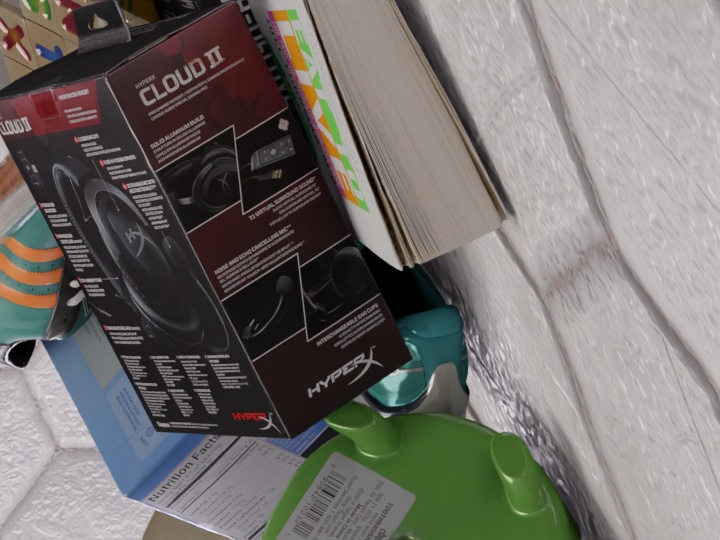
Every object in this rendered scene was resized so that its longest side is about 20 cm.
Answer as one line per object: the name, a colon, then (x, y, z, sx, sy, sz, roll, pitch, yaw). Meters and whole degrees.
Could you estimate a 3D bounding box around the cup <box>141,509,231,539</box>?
cup: (-0.017, 0.182, 1.613, 0.143, 0.200, 0.201, 31, 156, 28)

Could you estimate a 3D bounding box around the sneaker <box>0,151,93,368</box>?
sneaker: (-0.155, -0.017, 1.416, 0.080, 0.072, 0.200, 33, 139, -14)

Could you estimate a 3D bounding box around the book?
book: (-0.003, -0.077, 1.186, 0.200, 0.048, 0.134, -151, 37, -81)

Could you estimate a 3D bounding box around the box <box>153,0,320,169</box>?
box: (-0.067, -0.127, 1.382, 0.158, 0.050, 0.200, 66, 171, -13)

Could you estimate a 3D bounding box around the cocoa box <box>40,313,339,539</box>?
cocoa box: (-0.081, 0.027, 1.501, 0.131, 0.133, 0.200, 27, -157, -48)

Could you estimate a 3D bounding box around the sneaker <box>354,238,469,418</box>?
sneaker: (0.000, 0.000, 1.352, 0.200, 0.077, 0.080, 48, 143, 46)

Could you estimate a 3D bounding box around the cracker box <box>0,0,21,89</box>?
cracker box: (-0.171, -0.184, 1.556, 0.201, 0.133, 0.058, 66, 171, -19)

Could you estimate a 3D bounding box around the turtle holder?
turtle holder: (0.052, 0.142, 1.254, 0.132, 0.184, 0.142, 52, -141, -54)

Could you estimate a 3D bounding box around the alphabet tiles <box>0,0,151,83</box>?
alphabet tiles: (-0.114, -0.063, 1.381, 0.200, 0.006, 0.167, 28, 141, 42)

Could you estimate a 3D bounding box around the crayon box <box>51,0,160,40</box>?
crayon box: (-0.147, -0.155, 1.438, 0.126, 0.051, 0.201, -132, 21, -62)

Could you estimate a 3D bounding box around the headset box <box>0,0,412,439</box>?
headset box: (-0.080, -0.028, 1.270, 0.149, 0.077, 0.201, -5, 113, 62)
